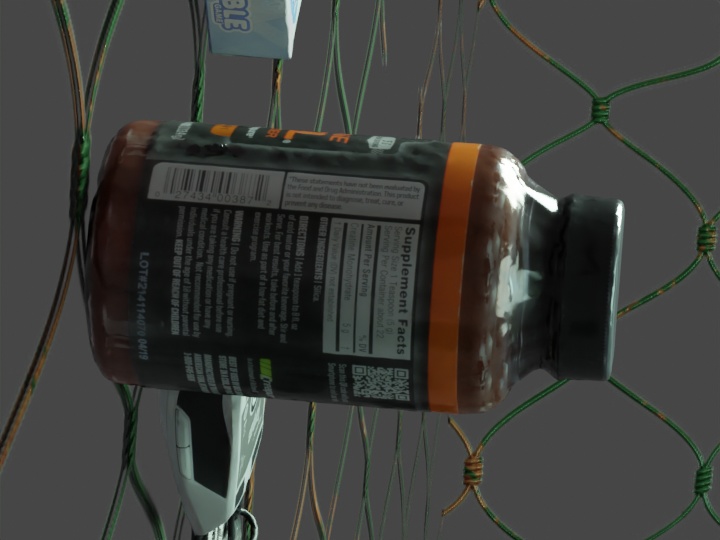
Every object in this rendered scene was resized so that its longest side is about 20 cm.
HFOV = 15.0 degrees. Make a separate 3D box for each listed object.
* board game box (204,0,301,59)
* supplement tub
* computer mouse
[{"bbox_3d":[-0.041,-0.235,1.231,0.200,0.043,0.199,87,9,-51],"label":"board game box"},{"bbox_3d":[0.000,0.000,1.057,0.107,0.200,0.107,5,90,-85],"label":"supplement tub"},{"bbox_3d":[-0.069,0.075,1.222,0.110,0.044,0.200,-69,168,-54],"label":"computer mouse"}]
